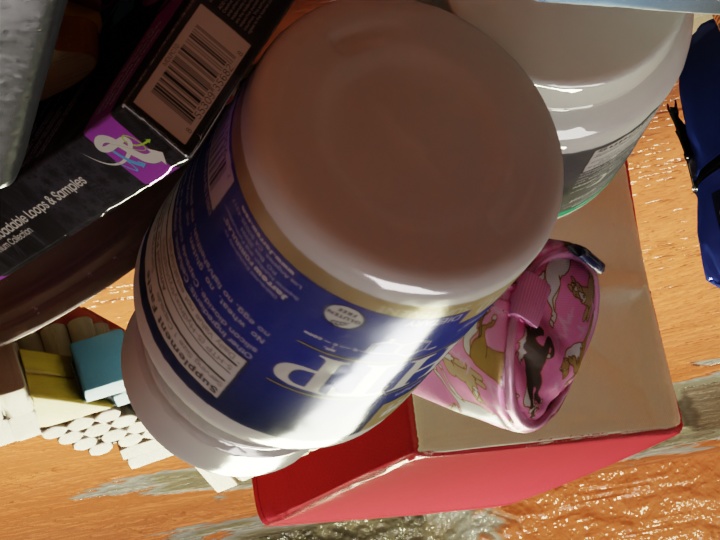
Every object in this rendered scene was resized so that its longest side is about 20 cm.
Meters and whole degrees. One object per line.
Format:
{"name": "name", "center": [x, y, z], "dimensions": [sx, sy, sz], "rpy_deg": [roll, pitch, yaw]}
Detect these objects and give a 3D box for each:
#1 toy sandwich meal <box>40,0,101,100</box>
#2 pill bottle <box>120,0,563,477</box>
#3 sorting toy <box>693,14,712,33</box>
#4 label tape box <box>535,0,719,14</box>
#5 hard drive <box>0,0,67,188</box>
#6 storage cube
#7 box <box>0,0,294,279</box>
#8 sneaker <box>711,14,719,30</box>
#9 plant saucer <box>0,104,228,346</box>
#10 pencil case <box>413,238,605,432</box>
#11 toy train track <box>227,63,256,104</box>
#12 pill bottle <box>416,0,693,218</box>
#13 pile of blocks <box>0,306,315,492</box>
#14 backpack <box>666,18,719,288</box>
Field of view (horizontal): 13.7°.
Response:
{"name": "toy sandwich meal", "center": [-0.189, -0.096, 1.037], "dimensions": [0.205, 0.070, 0.205], "rpy_deg": [-10, 169, -2]}
{"name": "pill bottle", "center": [-0.017, -0.003, 1.106], "dimensions": [0.120, 0.120, 0.200], "rpy_deg": [-5, 156, -25]}
{"name": "sorting toy", "center": [0.202, -0.131, 1.296], "dimensions": [0.200, 0.037, 0.185], "rpy_deg": [0, 162, -22]}
{"name": "label tape box", "center": [0.162, -0.150, 1.019], "dimensions": [0.200, 0.066, 0.143], "rpy_deg": [-3, 153, -40]}
{"name": "hard drive", "center": [-0.194, -0.082, 0.960], "dimensions": [0.200, 0.042, 0.135], "rpy_deg": [7, 139, -15]}
{"name": "storage cube", "center": [0.047, 0.034, 1.644], "dimensions": [0.200, 0.171, 0.180], "rpy_deg": [-3, 166, -29]}
{"name": "box", "center": [-0.086, -0.073, 1.107], "dimensions": [0.036, 0.143, 0.200], "rpy_deg": [39, 149, -14]}
{"name": "sneaker", "center": [0.222, -0.136, 1.145], "dimensions": [0.200, 0.090, 0.070], "rpy_deg": [-10, 169, 1]}
{"name": "plant saucer", "center": [-0.136, -0.032, 1.245], "dimensions": [0.200, 0.029, 0.200], "rpy_deg": [-25, -154, 13]}
{"name": "pencil case", "center": [0.000, 0.000, 1.238], "dimensions": [0.200, 0.087, 0.083], "rpy_deg": [19, -163, 30]}
{"name": "toy train track", "center": [-0.029, -0.097, 1.135], "dimensions": [0.033, 0.115, 0.200], "rpy_deg": [39, 129, -16]}
{"name": "pill bottle", "center": [0.069, -0.091, 1.178], "dimensions": [0.113, 0.113, 0.200], "rpy_deg": [-9, 168, -5]}
{"name": "pile of blocks", "center": [-0.091, 0.038, 1.260], "dimensions": [0.082, 0.062, 0.200], "rpy_deg": [-35, 150, 28]}
{"name": "backpack", "center": [0.224, -0.027, 1.236], "dimensions": [0.168, 0.200, 0.163], "rpy_deg": [0, 163, -22]}
